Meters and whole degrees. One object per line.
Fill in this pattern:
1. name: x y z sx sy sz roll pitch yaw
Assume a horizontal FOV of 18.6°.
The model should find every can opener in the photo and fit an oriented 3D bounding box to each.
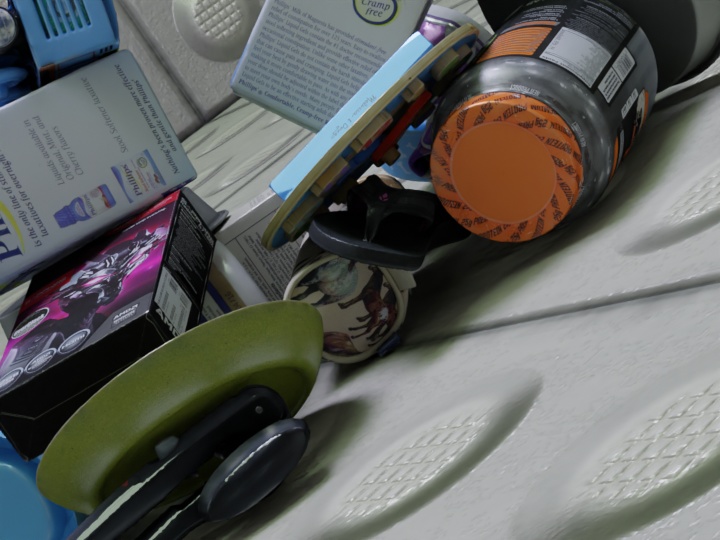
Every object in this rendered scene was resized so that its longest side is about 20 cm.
1. can opener: -0.117 0.139 1.268 0.200 0.063 0.079 -36 -4 -2

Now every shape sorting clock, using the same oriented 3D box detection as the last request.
1. shape sorting clock: 0.009 -0.085 1.446 0.200 0.039 0.200 -44 -8 -8

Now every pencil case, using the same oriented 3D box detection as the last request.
1. pencil case: 0.000 0.000 1.504 0.089 0.078 0.200 -13 13 8

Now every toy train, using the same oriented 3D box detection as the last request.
1. toy train: -0.227 -0.158 1.530 0.114 0.087 0.200 -18 -3 -8

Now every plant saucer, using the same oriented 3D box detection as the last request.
1. plant saucer: -0.100 0.092 1.328 0.200 0.031 0.200 -31 -20 -13

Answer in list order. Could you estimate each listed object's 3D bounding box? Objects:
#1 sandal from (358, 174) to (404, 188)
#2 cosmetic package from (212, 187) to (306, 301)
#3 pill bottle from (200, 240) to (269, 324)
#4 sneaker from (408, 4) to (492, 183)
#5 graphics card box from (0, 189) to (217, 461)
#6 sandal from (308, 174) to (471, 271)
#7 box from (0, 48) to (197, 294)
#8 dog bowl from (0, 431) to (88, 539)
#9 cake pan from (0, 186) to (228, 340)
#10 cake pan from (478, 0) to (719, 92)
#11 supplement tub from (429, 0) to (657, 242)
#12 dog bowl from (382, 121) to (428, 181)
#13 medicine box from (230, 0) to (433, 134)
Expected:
1. sandal: -0.059 -0.014 1.759 0.212 0.078 0.070 -29 5 6
2. cosmetic package: -0.108 0.029 1.649 0.200 0.105 0.071 -33 8 0
3. pill bottle: -0.148 0.078 1.508 0.200 0.116 0.116 -36 10 -7
4. sneaker: 0.062 -0.128 1.662 0.114 0.073 0.200 -35 45 -18
5. graphics card box: -0.161 0.031 1.393 0.125 0.051 0.200 -29 21 14
6. sandal: 0.022 -0.040 1.421 0.200 0.075 0.048 -29 -45 -69
7. box: -0.243 -0.045 1.507 0.200 0.105 0.184 -29 1 -28
8. dog bowl: -0.247 0.150 1.443 0.200 0.112 0.050 -8 18 36
9. cake pan: -0.190 0.000 1.652 0.200 0.037 0.200 -34 7 5
10. cake pan: 0.163 -0.198 1.547 0.200 0.200 0.037 -23 25 50
11. supplement tub: 0.119 -0.100 1.457 0.123 0.123 0.200 -29 12 30
12. dog bowl: 0.049 -0.126 1.790 0.111 0.050 0.200 -11 24 -11
13. medicine box: 0.003 -0.211 1.579 0.182 0.103 0.200 -66 0 -74
